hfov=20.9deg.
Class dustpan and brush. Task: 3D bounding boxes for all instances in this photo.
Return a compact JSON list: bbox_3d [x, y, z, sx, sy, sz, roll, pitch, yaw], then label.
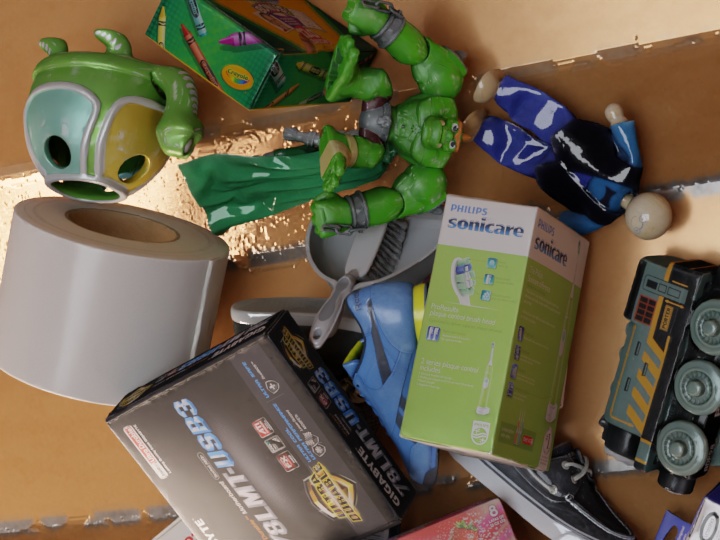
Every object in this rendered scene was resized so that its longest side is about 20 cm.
[{"bbox_3d":[0.000,0.000,1.673,0.138,0.057,0.201,6,54,24],"label":"dustpan and brush"}]

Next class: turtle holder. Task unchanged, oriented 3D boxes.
[{"bbox_3d":[-0.219,-0.131,1.779,0.184,0.141,0.133,8,74,10],"label":"turtle holder"}]

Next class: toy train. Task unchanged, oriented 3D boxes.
[{"bbox_3d":[0.265,0.081,1.621,0.113,0.085,0.202,23,108,33],"label":"toy train"}]

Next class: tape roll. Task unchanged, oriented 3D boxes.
[{"bbox_3d":[-0.228,0.025,1.773,0.201,0.202,0.140,17,103,22],"label":"tape roll"}]

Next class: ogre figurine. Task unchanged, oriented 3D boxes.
[{"bbox_3d":[0.028,-0.127,1.660,0.098,0.119,0.202,155,119,-66],"label":"ogre figurine"}]

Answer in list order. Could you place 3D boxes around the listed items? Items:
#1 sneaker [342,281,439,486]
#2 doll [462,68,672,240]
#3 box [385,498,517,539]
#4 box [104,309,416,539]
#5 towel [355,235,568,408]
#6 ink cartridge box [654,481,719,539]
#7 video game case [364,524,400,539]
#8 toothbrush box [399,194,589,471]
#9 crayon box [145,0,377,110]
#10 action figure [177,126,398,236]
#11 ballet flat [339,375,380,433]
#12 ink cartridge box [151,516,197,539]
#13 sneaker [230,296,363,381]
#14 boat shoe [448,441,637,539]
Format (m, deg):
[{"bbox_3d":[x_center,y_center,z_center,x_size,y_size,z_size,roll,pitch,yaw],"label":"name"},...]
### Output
[{"bbox_3d":[0.028,0.096,1.641,0.078,0.066,0.201,-5,123,5],"label":"sneaker"},{"bbox_3d":[0.178,-0.087,1.654,0.199,0.048,0.137,33,119,20],"label":"doll"},{"bbox_3d":[0.043,0.276,1.688,0.199,0.103,0.095,-22,84,-3],"label":"box"},{"bbox_3d":[-0.085,0.157,1.649,0.198,0.050,0.201,-27,105,32],"label":"box"},{"bbox_3d":[0.091,0.044,1.709,0.198,0.030,0.148,1,81,24],"label":"towel"},{"bbox_3d":[0.329,0.266,1.611,0.199,0.076,0.137,24,105,19],"label":"ink cartridge box"},{"bbox_3d":[-0.061,0.286,1.750,0.179,0.026,0.202,7,82,1],"label":"video game case"},{"bbox_3d":[0.113,0.054,1.601,0.085,0.145,0.202,10,84,25],"label":"toothbrush box"},{"bbox_3d":[-0.082,-0.196,1.679,0.118,0.200,0.059,36,110,16],"label":"crayon box"},{"bbox_3d":[-0.051,-0.092,1.742,0.198,0.118,0.055,-12,61,10],"label":"action figure"},{"bbox_3d":[-0.037,0.162,1.785,0.067,0.046,0.201,37,110,16],"label":"ballet flat"},{"bbox_3d":[-0.126,0.329,1.826,0.146,0.084,0.201,-39,80,23],"label":"ink cartridge box"},{"bbox_3d":[-0.014,0.080,1.702,0.198,0.071,0.100,2,106,8],"label":"sneaker"},{"bbox_3d":[0.168,0.180,1.683,0.200,0.072,0.068,37,109,26],"label":"boat shoe"}]
